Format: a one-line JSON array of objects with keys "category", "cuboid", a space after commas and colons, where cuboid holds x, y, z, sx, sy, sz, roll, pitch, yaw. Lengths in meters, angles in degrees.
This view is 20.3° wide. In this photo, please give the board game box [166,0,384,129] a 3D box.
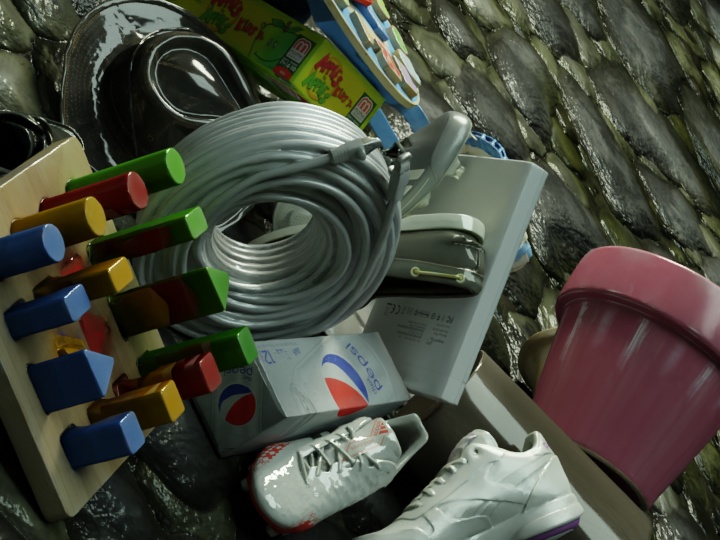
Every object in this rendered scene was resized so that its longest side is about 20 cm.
[{"category": "board game box", "cuboid": [-0.080, -0.187, 1.673, 0.200, 0.048, 0.102, 34, -5, 39]}]

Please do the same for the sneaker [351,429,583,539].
[{"category": "sneaker", "cuboid": [0.070, 0.181, 1.540, 0.199, 0.075, 0.100, -13, 78, -25]}]

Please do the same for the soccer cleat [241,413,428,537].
[{"category": "soccer cleat", "cuboid": [-0.017, 0.144, 1.488, 0.069, 0.085, 0.200, 62, 25, 10]}]

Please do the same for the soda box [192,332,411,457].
[{"category": "soda box", "cuboid": [-0.043, 0.092, 1.524, 0.200, 0.068, 0.064, 0, 60, -62]}]

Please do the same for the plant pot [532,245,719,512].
[{"category": "plant pot", "cuboid": [0.237, 0.107, 1.772, 0.200, 0.200, 0.179, 44, 69, -26]}]

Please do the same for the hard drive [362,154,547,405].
[{"category": "hard drive", "cuboid": [0.069, 0.003, 1.633, 0.027, 0.132, 0.201, 27, 81, -34]}]

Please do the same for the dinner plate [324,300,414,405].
[{"category": "dinner plate", "cuboid": [0.013, 0.027, 1.756, 0.200, 0.024, 0.201, 41, 30, -31]}]

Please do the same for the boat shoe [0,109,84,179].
[{"category": "boat shoe", "cuboid": [-0.241, -0.079, 1.376, 0.069, 0.057, 0.200, 59, 25, 5]}]

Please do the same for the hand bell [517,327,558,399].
[{"category": "hand bell", "cuboid": [0.179, 0.157, 1.856, 0.104, 0.104, 0.200, 46, 38, -23]}]

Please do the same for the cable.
[{"category": "cable", "cuboid": [-0.069, -0.032, 1.468, 0.199, 0.200, 0.069, -4, 44, -11]}]

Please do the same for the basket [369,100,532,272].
[{"category": "basket", "cuboid": [0.059, -0.084, 1.800, 0.200, 0.139, 0.176, 56, -4, -25]}]

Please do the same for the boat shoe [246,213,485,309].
[{"category": "boat shoe", "cuboid": [-0.001, -0.001, 1.583, 0.072, 0.201, 0.061, 57, 30, -65]}]

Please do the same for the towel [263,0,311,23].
[{"category": "towel", "cuboid": [-0.091, -0.250, 1.743, 0.112, 0.049, 0.200, 38, -5, -5]}]

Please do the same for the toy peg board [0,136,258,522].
[{"category": "toy peg board", "cuboid": [-0.160, 0.022, 1.297, 0.201, 0.097, 0.199, 68, 22, -13]}]

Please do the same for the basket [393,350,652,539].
[{"category": "basket", "cuboid": [0.124, 0.176, 1.658, 0.200, 0.136, 0.180, 48, 5, -7]}]

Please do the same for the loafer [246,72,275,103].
[{"category": "loafer", "cuboid": [-0.117, -0.136, 1.656, 0.200, 0.068, 0.076, 25, 39, -50]}]

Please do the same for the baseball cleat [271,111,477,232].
[{"category": "baseball cleat", "cuboid": [-0.001, -0.071, 1.641, 0.106, 0.200, 0.070, 41, 4, -17]}]

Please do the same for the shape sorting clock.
[{"category": "shape sorting clock", "cuboid": [-0.005, -0.222, 1.648, 0.200, 0.039, 0.200, 56, 16, -25]}]

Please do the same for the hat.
[{"category": "hat", "cuboid": [-0.130, -0.129, 1.543, 0.200, 0.081, 0.201, 16, 65, -37]}]
